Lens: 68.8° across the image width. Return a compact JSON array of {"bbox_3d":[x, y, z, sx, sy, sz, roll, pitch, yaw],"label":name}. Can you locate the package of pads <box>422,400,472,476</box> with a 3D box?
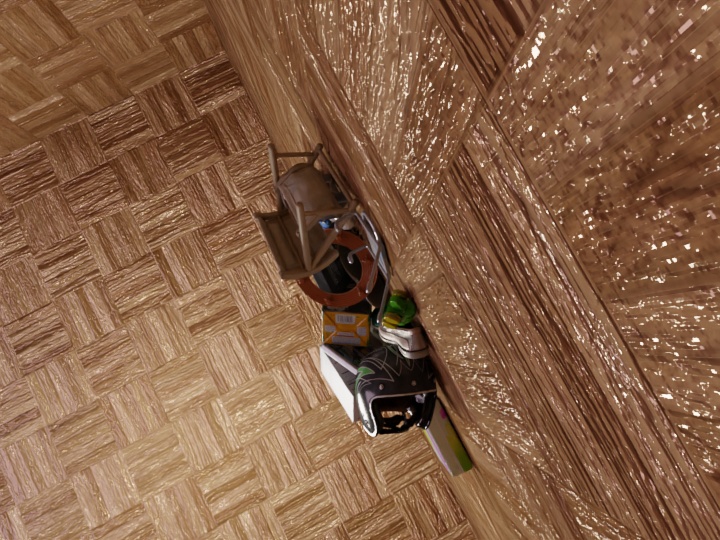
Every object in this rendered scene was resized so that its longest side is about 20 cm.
[{"bbox_3d":[0.212,0.434,1.412,0.201,0.068,0.155,63,175,2],"label":"package of pads"}]

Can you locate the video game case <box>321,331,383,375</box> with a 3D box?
[{"bbox_3d":[0.023,0.222,1.399,0.199,0.182,0.023,34,122,20],"label":"video game case"}]

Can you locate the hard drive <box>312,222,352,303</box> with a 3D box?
[{"bbox_3d":[-0.059,-0.031,1.312,0.140,0.033,0.200,64,-146,-22],"label":"hard drive"}]

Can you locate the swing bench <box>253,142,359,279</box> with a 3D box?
[{"bbox_3d":[-0.121,-0.122,1.081,0.199,0.129,0.201,61,144,35],"label":"swing bench"}]

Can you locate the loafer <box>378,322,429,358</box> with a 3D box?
[{"bbox_3d":[0.089,0.123,1.102,0.200,0.071,0.063,-149,49,-70],"label":"loafer"}]

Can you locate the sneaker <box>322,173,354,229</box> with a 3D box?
[{"bbox_3d":[-0.071,-0.156,1.205,0.201,0.070,0.080,57,175,50],"label":"sneaker"}]

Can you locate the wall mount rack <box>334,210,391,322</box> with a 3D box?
[{"bbox_3d":[0.018,-0.010,0.992,0.174,0.074,0.200,60,175,33],"label":"wall mount rack"}]

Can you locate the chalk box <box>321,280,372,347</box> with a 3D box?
[{"bbox_3d":[-0.029,0.084,1.391,0.201,0.124,0.125,-82,-5,-50],"label":"chalk box"}]

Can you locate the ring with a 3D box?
[{"bbox_3d":[-0.061,0.000,1.204,0.019,0.199,0.201,-77,-35,-63],"label":"ring"}]

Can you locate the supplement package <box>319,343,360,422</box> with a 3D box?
[{"bbox_3d":[-0.016,0.286,1.436,0.200,0.117,0.117,50,150,41],"label":"supplement package"}]

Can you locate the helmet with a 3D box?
[{"bbox_3d":[0.078,0.261,1.183,0.200,0.199,0.192,-128,39,-66],"label":"helmet"}]

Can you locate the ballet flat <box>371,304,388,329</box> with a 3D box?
[{"bbox_3d":[0.076,0.136,1.297,0.070,0.069,0.200,64,175,-14],"label":"ballet flat"}]

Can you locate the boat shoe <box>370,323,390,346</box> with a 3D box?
[{"bbox_3d":[0.080,0.167,1.432,0.202,0.074,0.065,-119,43,-56],"label":"boat shoe"}]

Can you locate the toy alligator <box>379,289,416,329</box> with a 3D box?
[{"bbox_3d":[0.074,0.087,1.018,0.054,0.060,0.200,20,160,3],"label":"toy alligator"}]

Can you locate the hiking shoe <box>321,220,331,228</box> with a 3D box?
[{"bbox_3d":[-0.093,-0.152,1.430,0.201,0.074,0.087,63,176,-5],"label":"hiking shoe"}]

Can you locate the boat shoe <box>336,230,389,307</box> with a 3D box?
[{"bbox_3d":[0.001,0.000,1.272,0.202,0.072,0.066,59,171,-3],"label":"boat shoe"}]
